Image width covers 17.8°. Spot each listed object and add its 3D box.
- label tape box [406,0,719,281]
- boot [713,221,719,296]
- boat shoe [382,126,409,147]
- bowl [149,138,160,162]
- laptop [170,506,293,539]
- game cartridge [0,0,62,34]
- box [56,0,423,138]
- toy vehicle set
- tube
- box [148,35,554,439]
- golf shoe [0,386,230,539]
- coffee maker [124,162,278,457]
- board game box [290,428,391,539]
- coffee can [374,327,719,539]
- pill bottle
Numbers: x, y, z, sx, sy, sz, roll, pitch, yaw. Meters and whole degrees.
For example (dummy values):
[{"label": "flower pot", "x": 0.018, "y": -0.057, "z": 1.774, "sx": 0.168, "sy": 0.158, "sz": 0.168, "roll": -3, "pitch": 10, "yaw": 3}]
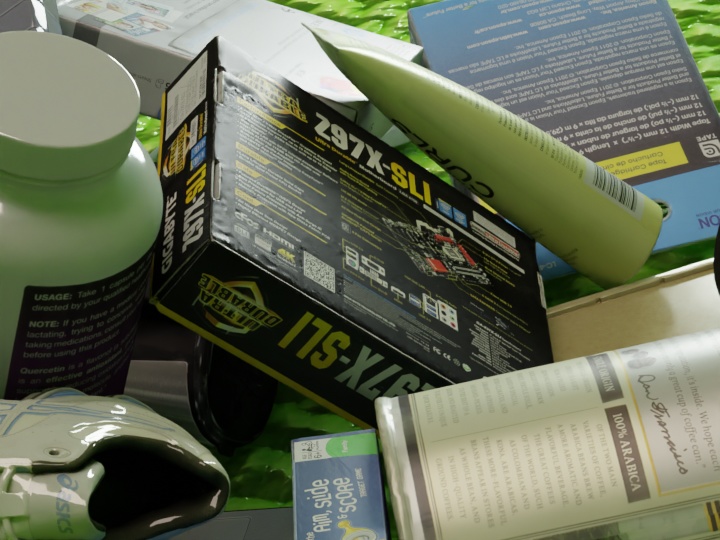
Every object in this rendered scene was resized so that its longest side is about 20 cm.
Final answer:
[{"label": "label tape box", "x": 0.119, "y": -0.070, "z": 1.253, "sx": 0.142, "sy": 0.066, "sz": 0.201, "roll": -14, "pitch": 56, "yaw": -5}, {"label": "boot", "x": 0.263, "y": 0.016, "z": 1.016, "sx": 0.137, "sy": 0.078, "sz": 0.200, "roll": 3, "pitch": 24, "yaw": -22}, {"label": "boat shoe", "x": -0.042, "y": -0.115, "z": 1.419, "sx": 0.198, "sy": 0.071, "sz": 0.072, "roll": 3, "pitch": 30, "yaw": 26}, {"label": "bowl", "x": -0.057, "y": -0.040, "z": 1.257, "sx": 0.199, "sy": 0.095, "sz": 0.201, "roll": -9, "pitch": 27, "yaw": 4}, {"label": "laptop", "x": -0.108, "y": 0.117, "z": 0.953, "sx": 0.185, "sy": 0.117, "sz": 0.200, "roll": -5, "pitch": 28, "yaw": 13}, {"label": "game cartridge", "x": -0.234, "y": -0.091, "z": 1.126, "sx": 0.199, "sy": 0.038, "sz": 0.130, "roll": -32, "pitch": 51, "yaw": 17}, {"label": "box", "x": -0.079, "y": -0.113, "z": 1.203, "sx": 0.198, "sy": 0.042, "sz": 0.156, "roll": 17, "pitch": 20, "yaw": 8}, {"label": "toy vehicle set", "x": 0.153, "y": 0.060, "z": 1.051, "sx": 0.123, "sy": 0.027, "sz": 0.200, "roll": -16, "pitch": 27, "yaw": -8}, {"label": "tube", "x": 0.057, "y": -0.062, "z": 1.125, "sx": 0.058, "sy": 0.199, "sz": 0.052, "roll": -36, "pitch": 27, "yaw": 50}, {"label": "box", "x": 0.000, "y": 0.000, "z": 1.039, "sx": 0.049, "sy": 0.199, "sz": 0.160, "roll": -46, "pitch": 27, "yaw": 26}, {"label": "golf shoe", "x": -0.141, "y": 0.078, "z": 0.858, "sx": 0.199, "sy": 0.079, "sz": 0.097, "roll": -5, "pitch": 6, "yaw": -35}, {"label": "coffee maker", "x": -0.142, "y": -0.011, "z": 1.131, "sx": 0.198, "sy": 0.194, "sz": 0.135, "roll": 0, "pitch": 13, "yaw": 19}, {"label": "board game box", "x": 0.002, "y": 0.165, "z": 0.792, "sx": 0.034, "sy": 0.137, "sz": 0.200, "roll": -7, "pitch": 26, "yaw": 1}, {"label": "coffee can", "x": 0.116, "y": 0.098, "z": 0.860, "sx": 0.198, "sy": 0.148, "sz": 0.147, "roll": -12, "pitch": 27, "yaw": 1}, {"label": "pill bottle", "x": -0.145, "y": 0.004, "z": 0.958, "sx": 0.111, "sy": 0.201, "sz": 0.113, "roll": 11, "pitch": 38, "yaw": -8}]
